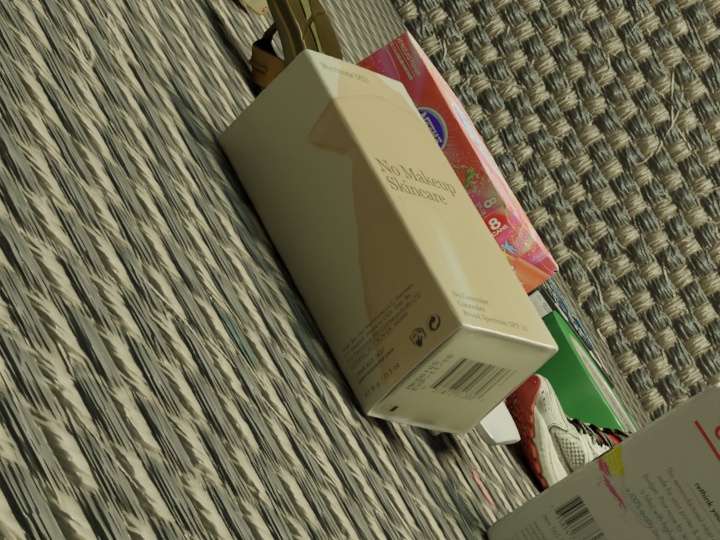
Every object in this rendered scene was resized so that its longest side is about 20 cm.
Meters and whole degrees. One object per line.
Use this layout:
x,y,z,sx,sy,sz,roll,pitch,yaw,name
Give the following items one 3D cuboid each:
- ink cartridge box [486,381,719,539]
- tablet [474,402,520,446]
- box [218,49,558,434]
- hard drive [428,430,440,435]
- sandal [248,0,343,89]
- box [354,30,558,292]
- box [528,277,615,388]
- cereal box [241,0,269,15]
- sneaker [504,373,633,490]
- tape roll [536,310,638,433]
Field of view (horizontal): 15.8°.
0.187,0.142,1.481,0.115,0.200,0.068,58,7,5,ink cartridge box
0.036,0.018,1.561,0.200,0.014,0.130,58,7,8,tablet
0.013,-0.016,1.402,0.095,0.078,0.200,13,40,-50,box
0.000,0.000,1.557,0.200,0.026,0.132,57,7,-4,hard drive
-0.043,-0.123,1.739,0.080,0.054,0.200,31,40,-62,sandal
0.046,-0.060,1.841,0.095,0.103,0.200,50,11,-47,box
0.170,0.023,2.568,0.159,0.046,0.200,52,8,-35,box
-0.123,-0.274,1.886,0.144,0.040,0.200,59,7,15,cereal box
0.170,0.136,1.897,0.200,0.082,0.078,51,9,-40,sneaker
0.210,0.131,2.344,0.200,0.048,0.200,56,7,-11,tape roll
